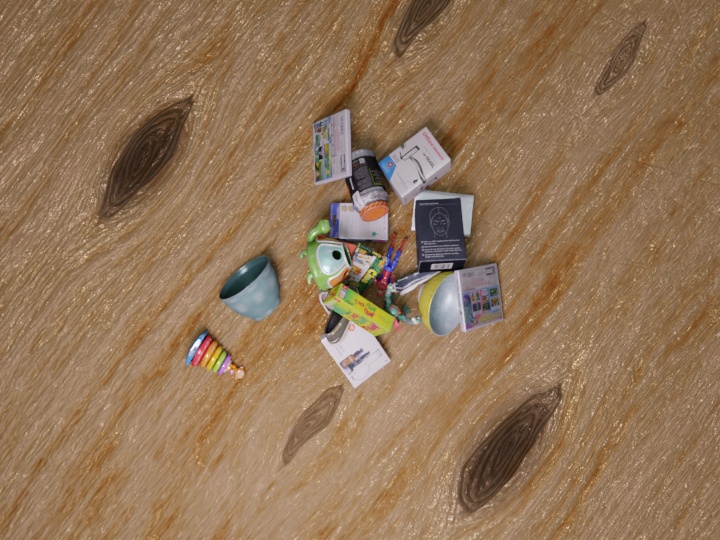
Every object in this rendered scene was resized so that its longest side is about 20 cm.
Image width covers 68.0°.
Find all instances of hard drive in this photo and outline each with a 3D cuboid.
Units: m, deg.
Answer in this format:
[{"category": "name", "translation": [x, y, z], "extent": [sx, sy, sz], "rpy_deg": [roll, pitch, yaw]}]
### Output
[{"category": "hard drive", "translation": [0.269, -0.188, 1.754], "extent": [0.192, 0.026, 0.138], "rpy_deg": [6, 89, 3]}]

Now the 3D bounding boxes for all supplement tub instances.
[{"category": "supplement tub", "translation": [0.017, -0.269, 1.696], "extent": [0.118, 0.123, 0.206], "rpy_deg": [-18, 70, 2]}]

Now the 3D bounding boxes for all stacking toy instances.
[{"category": "stacking toy", "translation": [-0.464, 0.297, 1.746], "extent": [0.197, 0.110, 0.118], "rpy_deg": [34, 87, -8]}]

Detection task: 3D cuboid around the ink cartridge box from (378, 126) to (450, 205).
[{"category": "ink cartridge box", "translation": [0.176, -0.337, 1.721], "extent": [0.198, 0.084, 0.148], "rpy_deg": [-37, 75, 2]}]

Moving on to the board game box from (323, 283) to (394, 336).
[{"category": "board game box", "translation": [-0.005, 0.120, 1.584], "extent": [0.197, 0.101, 0.049], "rpy_deg": [33, 64, -16]}]

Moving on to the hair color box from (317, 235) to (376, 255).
[{"category": "hair color box", "translation": [-0.045, -0.056, 1.722], "extent": [0.192, 0.111, 0.066], "rpy_deg": [14, 90, 3]}]

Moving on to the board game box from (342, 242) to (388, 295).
[{"category": "board game box", "translation": [0.000, 0.000, 1.664], "extent": [0.102, 0.201, 0.024], "rpy_deg": [23, 50, -10]}]

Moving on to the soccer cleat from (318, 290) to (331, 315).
[{"category": "soccer cleat", "translation": [-0.067, 0.146, 1.733], "extent": [0.069, 0.078, 0.201], "rpy_deg": [-42, 87, 1]}]

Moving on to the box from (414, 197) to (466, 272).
[{"category": "box", "translation": [0.244, -0.109, 1.661], "extent": [0.142, 0.108, 0.208], "rpy_deg": [-2, 72, 3]}]

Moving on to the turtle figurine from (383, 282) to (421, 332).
[{"category": "turtle figurine", "translation": [0.114, 0.117, 1.665], "extent": [0.099, 0.200, 0.153], "rpy_deg": [-33, 87, 1]}]

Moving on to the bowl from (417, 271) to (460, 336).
[{"category": "bowl", "translation": [0.245, 0.092, 1.695], "extent": [0.106, 0.197, 0.206], "rpy_deg": [24, 89, 46]}]

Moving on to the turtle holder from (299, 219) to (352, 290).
[{"category": "turtle holder", "translation": [-0.098, -0.040, 1.610], "extent": [0.128, 0.142, 0.190], "rpy_deg": [-20, 52, 13]}]

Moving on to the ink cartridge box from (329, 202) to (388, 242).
[{"category": "ink cartridge box", "translation": [-0.004, -0.157, 1.751], "extent": [0.191, 0.042, 0.124], "rpy_deg": [2, 78, 0]}]

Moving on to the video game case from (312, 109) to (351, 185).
[{"category": "video game case", "translation": [-0.092, -0.392, 1.718], "extent": [0.021, 0.179, 0.209], "rpy_deg": [-1, 88, -41]}]

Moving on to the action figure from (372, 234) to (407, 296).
[{"category": "action figure", "translation": [0.092, -0.013, 1.724], "extent": [0.063, 0.099, 0.207], "rpy_deg": [20, 92, 4]}]

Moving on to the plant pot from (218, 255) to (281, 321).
[{"category": "plant pot", "translation": [-0.335, 0.072, 1.705], "extent": [0.197, 0.201, 0.136], "rpy_deg": [-34, 114, 1]}]

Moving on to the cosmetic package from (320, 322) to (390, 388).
[{"category": "cosmetic package", "translation": [-0.016, 0.250, 1.712], "extent": [0.149, 0.052, 0.203], "rpy_deg": [-36, 107, -2]}]

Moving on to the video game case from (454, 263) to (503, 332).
[{"category": "video game case", "translation": [0.375, 0.082, 1.680], "extent": [0.195, 0.023, 0.190], "rpy_deg": [-9, 92, -39]}]

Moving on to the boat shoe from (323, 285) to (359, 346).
[{"category": "boat shoe", "translation": [-0.059, 0.129, 1.651], "extent": [0.070, 0.061, 0.207], "rpy_deg": [2, 58, 32]}]

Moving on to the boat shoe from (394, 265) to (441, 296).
[{"category": "boat shoe", "translation": [0.200, 0.008, 1.727], "extent": [0.196, 0.075, 0.063], "rpy_deg": [-32, 82, 12]}]
